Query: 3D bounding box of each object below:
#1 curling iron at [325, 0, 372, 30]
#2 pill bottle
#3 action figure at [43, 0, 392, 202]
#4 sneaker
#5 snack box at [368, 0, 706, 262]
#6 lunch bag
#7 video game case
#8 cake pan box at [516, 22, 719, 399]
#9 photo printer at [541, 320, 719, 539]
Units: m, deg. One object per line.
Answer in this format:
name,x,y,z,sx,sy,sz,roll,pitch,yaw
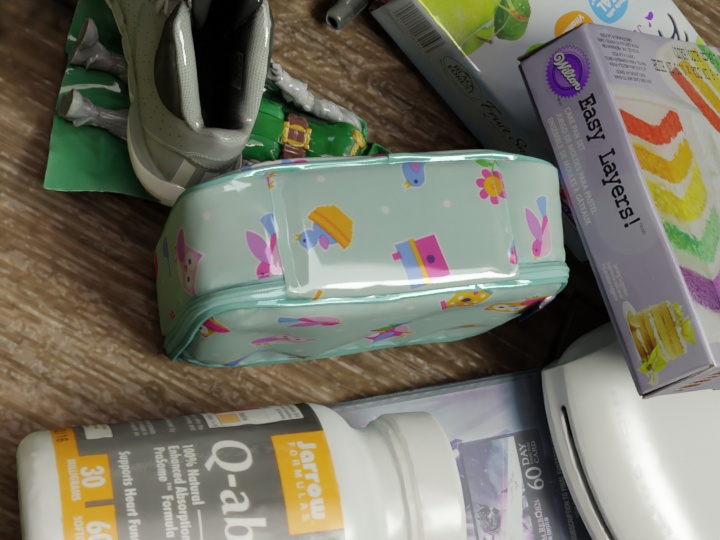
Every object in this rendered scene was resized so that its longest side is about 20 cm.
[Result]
curling iron,0.038,-0.214,0.858,0.200,0.026,0.050,-52,137,-19
pill bottle,-0.058,0.123,0.687,0.199,0.116,0.117,-5,81,-15
action figure,-0.061,-0.075,0.778,0.200,0.055,0.118,15,71,-23
sneaker,-0.079,-0.139,0.693,0.075,0.115,0.200,-9,77,-24
snack box,0.121,-0.127,0.855,0.200,0.053,0.142,49,67,-12
lunch bag,0.000,0.000,0.730,0.199,0.160,0.077,-4,75,-17
video game case,0.050,0.134,0.796,0.200,0.019,0.143,-8,82,-25
cake pan box,0.183,-0.031,0.763,0.200,0.052,0.185,0,69,-48
photo printer,0.200,0.092,0.827,0.200,0.069,0.167,-22,88,-33
